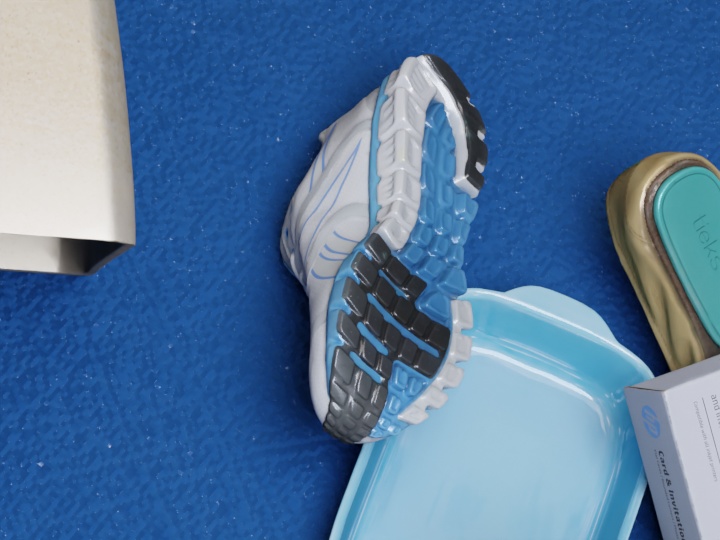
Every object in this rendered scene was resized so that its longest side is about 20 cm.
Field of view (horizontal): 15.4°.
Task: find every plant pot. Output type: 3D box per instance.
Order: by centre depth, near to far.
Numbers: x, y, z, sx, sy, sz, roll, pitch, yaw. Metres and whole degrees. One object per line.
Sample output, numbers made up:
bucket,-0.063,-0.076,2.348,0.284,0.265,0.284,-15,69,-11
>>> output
plant pot,-0.193,-0.098,1.073,0.199,0.200,0.178,4,86,-11

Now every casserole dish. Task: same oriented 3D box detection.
casserole dish,0.055,0.100,1.156,0.121,0.039,0.200,23,63,-1

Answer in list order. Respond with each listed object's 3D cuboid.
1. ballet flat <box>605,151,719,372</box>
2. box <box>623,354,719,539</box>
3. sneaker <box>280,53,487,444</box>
ballet flat,0.166,0.038,1.191,0.069,0.063,0.200,-26,100,-22
box,0.226,0.094,1.161,0.200,0.041,0.156,-18,98,-21
sneaker,0.000,0.000,1.164,0.075,0.087,0.200,43,40,-29
